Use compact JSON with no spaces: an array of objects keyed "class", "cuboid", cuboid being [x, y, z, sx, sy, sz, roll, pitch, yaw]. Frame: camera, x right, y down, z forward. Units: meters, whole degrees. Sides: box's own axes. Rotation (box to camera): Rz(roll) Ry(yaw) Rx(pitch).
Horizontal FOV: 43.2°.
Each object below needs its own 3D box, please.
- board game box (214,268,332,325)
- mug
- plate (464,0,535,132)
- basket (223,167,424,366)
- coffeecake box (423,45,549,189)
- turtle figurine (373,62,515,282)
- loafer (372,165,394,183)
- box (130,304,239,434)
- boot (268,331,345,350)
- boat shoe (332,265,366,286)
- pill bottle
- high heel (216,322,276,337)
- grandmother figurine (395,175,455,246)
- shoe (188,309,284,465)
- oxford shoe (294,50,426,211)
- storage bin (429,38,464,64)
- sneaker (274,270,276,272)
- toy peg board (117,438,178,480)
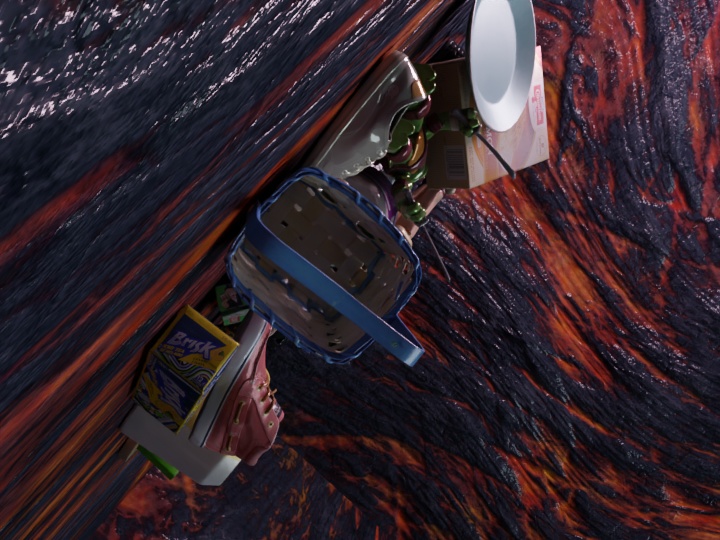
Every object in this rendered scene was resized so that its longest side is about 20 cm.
[{"class":"board game box","cuboid":[-0.106,0.030,1.095,0.132,0.030,0.200,-13,174,-9]},{"class":"mug","cuboid":[-0.212,0.198,1.220,0.150,0.153,0.187,-48,179,-43]},{"class":"plate","cuboid":[0.165,-0.269,1.101,0.025,0.203,0.201,6,-143,31]},{"class":"basket","cuboid":[-0.033,-0.003,0.790,0.139,0.176,0.200,-48,-161,8]},{"class":"coffeecake box","cuboid":[0.164,-0.203,1.195,0.072,0.157,0.199,4,-161,41]},{"class":"turtle figurine","cuboid":[0.086,-0.131,1.022,0.143,0.201,0.194,-34,157,1]},{"class":"loafer","cuboid":[0.033,-0.160,1.486,0.068,0.070,0.201,-49,-179,44]},{"class":"box","cuboid":[-0.189,0.109,0.961,0.065,0.070,0.200,-54,-178,-28]},{"class":"boot","cuboid":[-0.076,0.036,1.363,0.074,0.160,0.200,-95,-153,-59]},{"class":"boat shoe","cuboid":[0.001,0.000,1.222,0.071,0.067,0.201,-21,-162,8]},{"class":"pill bottle","cuboid":[-0.010,-0.074,1.134,0.113,0.112,0.200,-49,180,14]},{"class":"high heel","cuboid":[-0.142,0.022,1.281,0.197,0.145,0.071,-15,-173,-17]},{"class":"grandmother figurine","cuboid":[0.105,-0.119,1.348,0.120,0.061,0.201,1,-132,53]},{"class":"shoe","cuboid":[-0.123,0.137,1.049,0.072,0.090,0.202,-83,-161,-62]},{"class":"oxford shoe","cuboid":[-0.007,-0.120,0.881,0.200,0.058,0.075,-48,-177,25]},{"class":"storage bin","cuboid":[0.102,-0.226,1.342,0.201,0.093,0.135,-50,180,6]},{"class":"sneaker","cuboid":[-0.073,-0.050,1.235,0.081,0.075,0.201,-16,-159,24]},{"class":"toy peg board","cuboid":[-0.276,0.230,1.487,0.200,0.098,0.199,-50,-179,-41]}]
